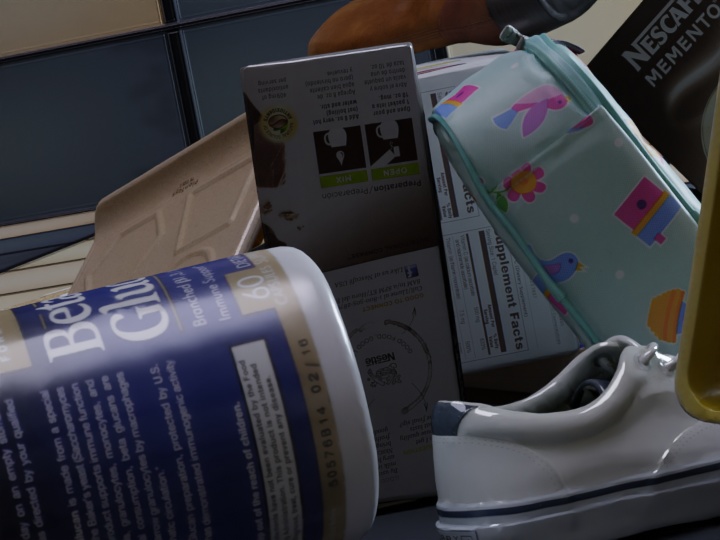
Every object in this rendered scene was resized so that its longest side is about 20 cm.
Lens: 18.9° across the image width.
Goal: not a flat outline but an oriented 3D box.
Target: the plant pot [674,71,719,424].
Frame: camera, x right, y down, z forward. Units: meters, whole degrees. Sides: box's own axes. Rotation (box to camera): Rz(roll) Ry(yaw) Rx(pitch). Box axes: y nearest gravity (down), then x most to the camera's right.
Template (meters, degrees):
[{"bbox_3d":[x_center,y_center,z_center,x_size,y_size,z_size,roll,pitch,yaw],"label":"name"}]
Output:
[{"bbox_3d":[0.247,-0.030,0.809,0.199,0.201,0.176,8,0,22],"label":"plant pot"}]

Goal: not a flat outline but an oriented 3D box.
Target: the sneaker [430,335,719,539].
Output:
[{"bbox_3d":[0.118,0.060,0.848,0.199,0.071,0.073,-13,6,-28],"label":"sneaker"}]

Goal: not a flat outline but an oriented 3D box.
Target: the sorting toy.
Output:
[{"bbox_3d":[-0.116,0.009,1.256,0.185,0.036,0.201,-27,34,38],"label":"sorting toy"}]

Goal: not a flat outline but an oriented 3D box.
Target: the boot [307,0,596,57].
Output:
[{"bbox_3d":[0.088,-0.171,1.243,0.200,0.069,0.188,-10,31,52],"label":"boot"}]

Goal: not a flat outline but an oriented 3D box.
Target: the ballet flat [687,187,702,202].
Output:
[{"bbox_3d":[0.162,0.009,1.139,0.046,0.067,0.200,-53,-3,31],"label":"ballet flat"}]

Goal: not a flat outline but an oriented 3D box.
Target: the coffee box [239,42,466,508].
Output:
[{"bbox_3d":[0.000,0.000,0.992,0.079,0.201,0.113,-8,5,2],"label":"coffee box"}]

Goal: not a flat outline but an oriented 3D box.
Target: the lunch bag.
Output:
[{"bbox_3d":[0.112,-0.019,0.971,0.077,0.200,0.160,-37,3,7],"label":"lunch bag"}]

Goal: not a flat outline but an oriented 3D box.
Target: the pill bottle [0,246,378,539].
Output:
[{"bbox_3d":[-0.103,0.065,0.755,0.199,0.112,0.111,-14,7,-14],"label":"pill bottle"}]

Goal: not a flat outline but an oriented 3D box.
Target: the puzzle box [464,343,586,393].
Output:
[{"bbox_3d":[0.113,0.039,1.235,0.133,0.026,0.200,-16,8,-30],"label":"puzzle box"}]

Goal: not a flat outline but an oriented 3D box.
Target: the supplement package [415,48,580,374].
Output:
[{"bbox_3d":[0.046,-0.035,1.189,0.110,0.157,0.200,-11,7,1],"label":"supplement package"}]

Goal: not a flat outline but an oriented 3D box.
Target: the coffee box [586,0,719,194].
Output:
[{"bbox_3d":[0.235,-0.083,1.194,0.114,0.200,0.080,-49,-10,23],"label":"coffee box"}]

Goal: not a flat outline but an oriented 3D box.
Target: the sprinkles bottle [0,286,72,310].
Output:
[{"bbox_3d":[-0.175,0.037,1.538,0.199,0.069,0.068,-17,9,-41],"label":"sprinkles bottle"}]
